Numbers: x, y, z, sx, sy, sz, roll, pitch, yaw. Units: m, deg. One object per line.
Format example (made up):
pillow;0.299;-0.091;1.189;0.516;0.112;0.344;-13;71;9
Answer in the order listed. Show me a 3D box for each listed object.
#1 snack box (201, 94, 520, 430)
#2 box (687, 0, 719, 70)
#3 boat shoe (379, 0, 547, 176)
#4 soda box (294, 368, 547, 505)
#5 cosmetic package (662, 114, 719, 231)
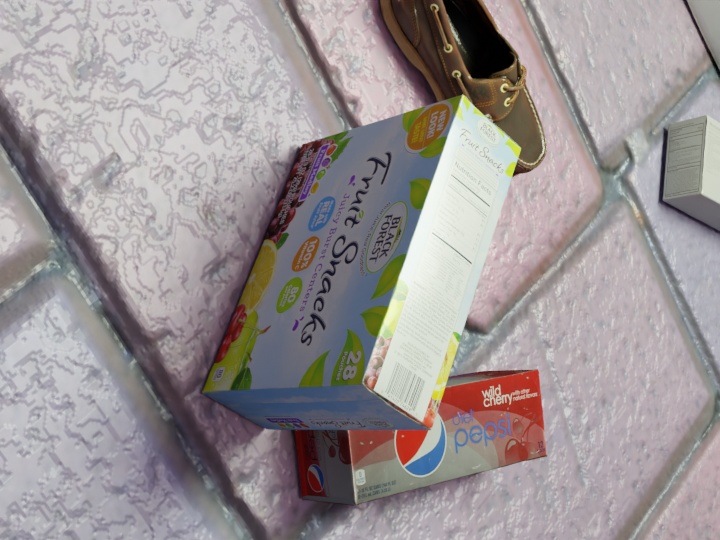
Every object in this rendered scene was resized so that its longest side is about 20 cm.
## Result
snack box;0.000;0.000;0.724;0.067;0.168;0.202;34;64;-32
box;0.482;-0.281;1.170;0.199;0.170;0.201;-46;112;-34
boat shoe;0.095;-0.156;0.893;0.200;0.070;0.071;48;56;-26
soda box;0.048;0.117;0.817;0.199;0.063;0.071;-4;87;-41
cosmetic package;0.386;-0.081;1.139;0.199;0.050;0.084;21;73;-37
